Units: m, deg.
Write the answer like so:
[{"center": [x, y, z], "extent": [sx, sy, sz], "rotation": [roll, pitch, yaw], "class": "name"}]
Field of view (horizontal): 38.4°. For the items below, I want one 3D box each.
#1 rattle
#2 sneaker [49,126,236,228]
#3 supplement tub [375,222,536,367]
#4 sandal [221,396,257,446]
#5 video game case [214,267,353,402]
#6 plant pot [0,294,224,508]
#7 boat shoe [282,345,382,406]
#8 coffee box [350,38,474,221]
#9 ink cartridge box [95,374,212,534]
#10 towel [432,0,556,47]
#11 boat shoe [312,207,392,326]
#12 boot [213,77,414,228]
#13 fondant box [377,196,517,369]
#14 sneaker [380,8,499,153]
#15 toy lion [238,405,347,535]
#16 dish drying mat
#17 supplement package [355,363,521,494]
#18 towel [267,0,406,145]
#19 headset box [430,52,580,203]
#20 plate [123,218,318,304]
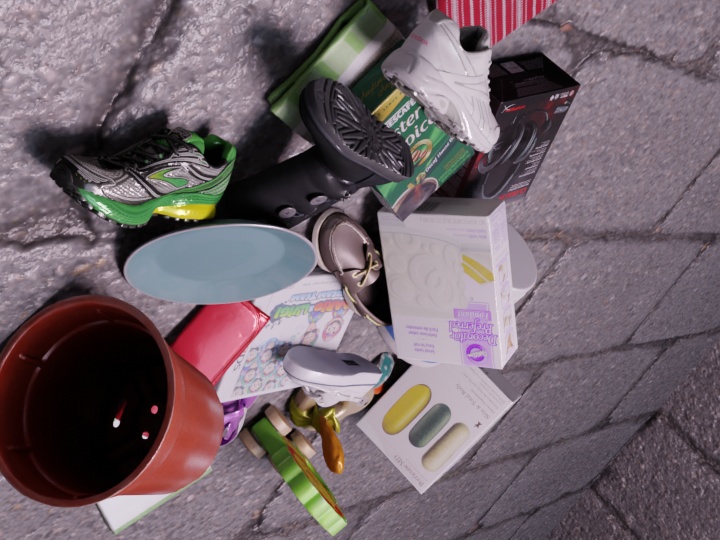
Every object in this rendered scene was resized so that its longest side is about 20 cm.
[{"center": [0.006, 0.204, 1.511], "extent": [0.199, 0.143, 0.131], "rotation": [2, 111, -45], "class": "rattle"}, {"center": [-0.191, -0.094, 0.921], "extent": [0.200, 0.078, 0.086], "rotation": [-12, 134, -58], "class": "sneaker"}, {"center": [0.121, 0.027, 1.367], "extent": [0.131, 0.132, 0.200], "rotation": [-8, 151, -47], "class": "supplement tub"}, {"center": [-0.187, 0.208, 1.355], "extent": [0.203, 0.050, 0.082], "rotation": [-46, 152, 6], "class": "sandal"}, {"center": [-0.088, 0.078, 1.303], "extent": [0.199, 0.024, 0.183], "rotation": [-5, 127, -49], "class": "video game case"}, {"center": [-0.243, 0.147, 1.061], "extent": [0.201, 0.201, 0.195], "rotation": [-42, 159, 0], "class": "plant pot"}, {"center": [-0.040, 0.146, 1.343], "extent": [0.200, 0.073, 0.066], "rotation": [17, 106, -55], "class": "boat shoe"}, {"center": [0.045, -0.143, 1.110], "extent": [0.123, 0.044, 0.200], "rotation": [-43, 149, -2], "class": "coffee box"}, {"center": [-0.275, 0.203, 1.240], "extent": [0.145, 0.048, 0.201], "rotation": [-31, 126, -21], "class": "ink cartridge box"}, {"center": [0.160, -0.308, 1.112], "extent": [0.199, 0.023, 0.145], "rotation": [-36, 153, -9], "class": "towel"}, {"center": [0.000, 0.000, 1.262], "extent": [0.072, 0.059, 0.200], "rotation": [-46, 143, -16], "class": "boat shoe"}, {"center": [-0.072, -0.098, 1.002], "extent": [0.199, 0.066, 0.165], "rotation": [-18, 148, 29], "class": "boot"}, {"center": [0.107, 0.013, 1.251], "extent": [0.058, 0.143, 0.201], "rotation": [-44, 131, -52], "class": "fondant box"}, {"center": [0.104, -0.187, 1.018], "extent": [0.100, 0.078, 0.200], "rotation": [-55, 150, 3], "class": "sneaker"}, {"center": [-0.080, 0.295, 1.461], "extent": [0.069, 0.192, 0.200], "rotation": [-39, 152, -5], "class": "toy lion"}, {"center": [-0.194, 0.111, 1.193], "extent": [0.077, 0.018, 0.200], "rotation": [39, 93, -27], "class": "dish drying mat"}, {"center": [0.127, 0.219, 1.628], "extent": [0.200, 0.152, 0.151], "rotation": [-47, 168, 8], "class": "supplement package"}, {"center": [-0.002, -0.184, 1.077], "extent": [0.149, 0.031, 0.200], "rotation": [-48, 150, 5], "class": "towel"}, {"center": [0.161, -0.155, 1.267], "extent": [0.148, 0.077, 0.201], "rotation": [-18, 142, -39], "class": "headset box"}, {"center": [-0.143, -0.013, 1.061], "extent": [0.199, 0.026, 0.200], "rotation": [-8, 158, -3], "class": "plate"}]
